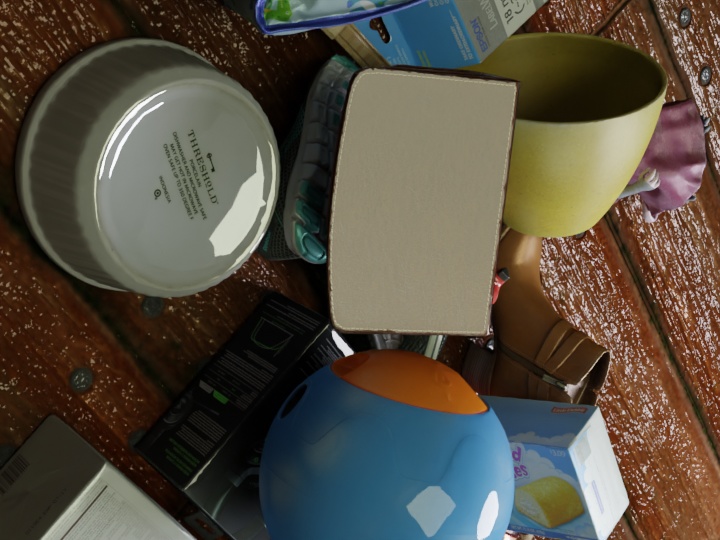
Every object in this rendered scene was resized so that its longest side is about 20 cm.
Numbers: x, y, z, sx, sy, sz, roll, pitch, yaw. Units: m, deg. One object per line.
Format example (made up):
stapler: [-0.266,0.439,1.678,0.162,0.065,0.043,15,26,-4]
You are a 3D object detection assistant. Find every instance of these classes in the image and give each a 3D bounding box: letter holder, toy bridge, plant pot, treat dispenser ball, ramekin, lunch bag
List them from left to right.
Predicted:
ramekin: [-0.151,-0.072,0.864,0.201,0.094,0.205,-13,112,-34]
lunch bag: [-0.003,-0.253,0.841,0.198,0.170,0.129,-10,113,-13]
treat dispenser ball: [0.020,0.163,0.884,0.199,0.200,0.203,-13,112,-35]
toy bridge: [0.034,-0.155,0.969,0.027,0.067,0.200,-45,108,6]
letter holder: [0.032,-0.059,0.898,0.140,0.101,0.203,1,103,-17]
plant pot: [0.177,-0.118,1.060,0.199,0.199,0.143,-25,130,-30]

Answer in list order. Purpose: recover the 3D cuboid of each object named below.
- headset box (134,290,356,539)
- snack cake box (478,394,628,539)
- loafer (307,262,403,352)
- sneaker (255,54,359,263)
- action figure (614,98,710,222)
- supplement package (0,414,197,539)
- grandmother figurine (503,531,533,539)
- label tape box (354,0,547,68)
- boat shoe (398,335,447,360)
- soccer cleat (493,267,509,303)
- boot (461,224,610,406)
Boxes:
headset box: [-0.073,0.156,1.001,0.200,0.092,0.175,-50,128,-15]
snack cake box: [0.148,0.188,1.103,0.067,0.199,0.116,-42,119,-39]
loafer: [0.000,0.000,1.033,0.071,0.072,0.202,-40,134,-42]
sneaker: [-0.048,-0.094,0.954,0.077,0.091,0.202,39,54,-35]
action figure: [0.266,-0.130,1.198,0.198,0.149,0.136,0,75,-20]
supplement package: [-0.202,0.231,0.911,0.114,0.109,0.201,-48,127,-16]
grandmother figurine: [0.156,0.284,1.249,0.121,0.060,0.202,28,89,-49]
label tape box: [0.084,-0.264,1.010,0.200,0.063,0.145,-44,126,-20]
boat shoe: [0.080,0.013,1.091,0.062,0.074,0.202,13,91,-34]
soccer cleat: [0.063,-0.048,1.026,0.068,0.085,0.202,0,63,-53]
boot: [0.186,0.054,1.133,0.073,0.154,0.202,2,103,-39]
